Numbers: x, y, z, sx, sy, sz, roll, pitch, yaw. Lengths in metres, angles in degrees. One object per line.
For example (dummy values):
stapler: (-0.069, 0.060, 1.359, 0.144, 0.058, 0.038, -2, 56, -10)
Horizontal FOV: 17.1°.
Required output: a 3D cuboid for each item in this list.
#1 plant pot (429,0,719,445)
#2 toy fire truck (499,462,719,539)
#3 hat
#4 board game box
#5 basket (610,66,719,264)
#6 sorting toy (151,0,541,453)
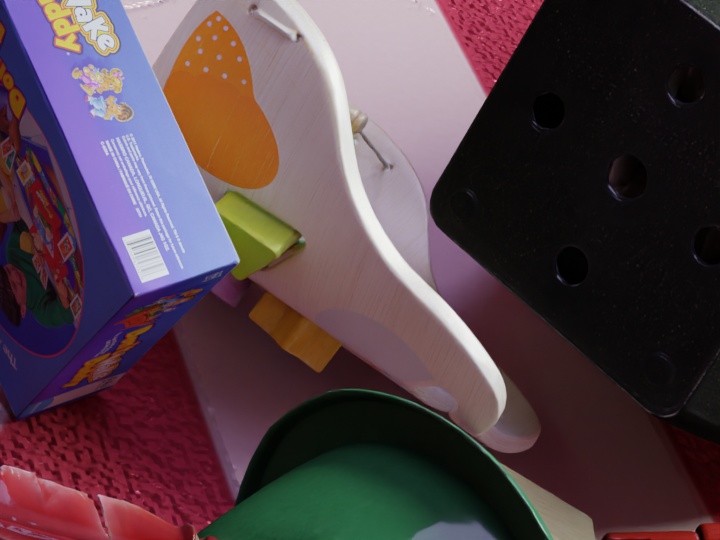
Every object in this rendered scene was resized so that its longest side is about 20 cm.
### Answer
plant pot: (0.148, -0.041, 0.958, 0.200, 0.200, 0.177, 42, 27, 22)
toy fire truck: (0.126, 0.136, 0.883, 0.199, 0.129, 0.176, -1, 33, 0)
hat: (-0.057, 0.126, 0.729, 0.175, 0.167, 0.200, -8, 16, -41)
board game box: (-0.128, -0.061, 0.890, 0.045, 0.134, 0.201, -19, 78, -32)
basket: (0.251, -0.064, 1.092, 0.198, 0.200, 0.161, 42, 28, 24)
sorting toy: (0.000, 0.000, 0.945, 0.180, 0.107, 0.200, 43, -1, 16)
